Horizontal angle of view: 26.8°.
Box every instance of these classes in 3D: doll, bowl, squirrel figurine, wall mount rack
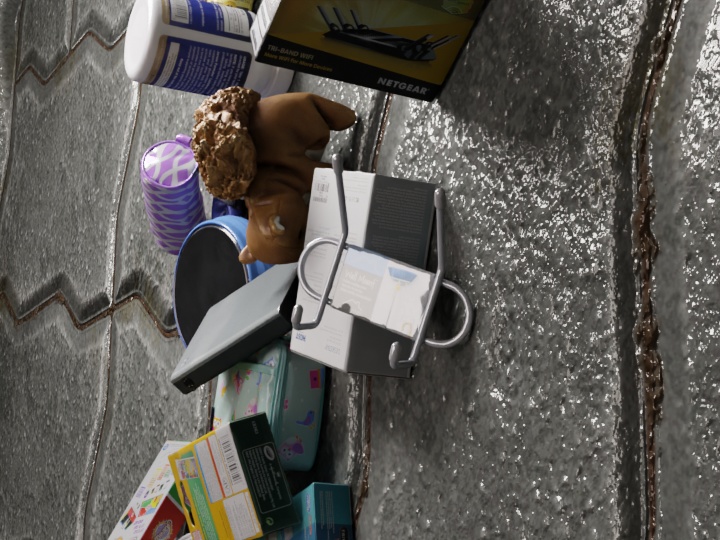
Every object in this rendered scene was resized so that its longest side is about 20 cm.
[{"bbox_3d":[-0.172,-0.103,1.998,0.136,0.048,0.202,35,116,61],"label":"doll"},{"bbox_3d":[-0.176,0.031,1.925,0.200,0.039,0.203,1,92,52],"label":"bowl"},{"bbox_3d":[-0.112,-0.103,1.694,0.141,0.199,0.188,-30,44,51],"label":"squirrel figurine"},{"bbox_3d":[0.017,-0.008,1.437,0.199,0.074,0.175,20,97,27],"label":"wall mount rack"}]

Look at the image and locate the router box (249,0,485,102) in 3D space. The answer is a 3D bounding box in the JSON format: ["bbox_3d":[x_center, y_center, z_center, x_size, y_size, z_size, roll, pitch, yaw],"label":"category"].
[{"bbox_3d":[0.011,-0.258,1.476,0.052,0.198,0.158,-104,32,-44],"label":"router box"}]

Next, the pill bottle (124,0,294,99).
[{"bbox_3d":[-0.188,-0.278,1.904,0.116,0.198,0.117,-33,53,58],"label":"pill bottle"}]

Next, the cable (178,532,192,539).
[{"bbox_3d":[-0.225,0.422,1.871,0.200,0.069,0.201,-31,29,51],"label":"cable"}]

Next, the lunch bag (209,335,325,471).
[{"bbox_3d":[-0.112,0.148,1.768,0.200,0.076,0.162,1,85,64],"label":"lunch bag"}]

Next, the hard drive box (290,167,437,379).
[{"bbox_3d":[0.000,0.000,1.572,0.156,0.076,0.202,15,96,65],"label":"hard drive box"}]

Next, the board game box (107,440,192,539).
[{"bbox_3d":[-0.271,0.321,1.994,0.201,0.040,0.153,-60,17,-16],"label":"board game box"}]

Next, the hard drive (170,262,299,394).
[{"bbox_3d":[-0.125,0.054,1.745,0.199,0.033,0.140,-32,21,37],"label":"hard drive"}]

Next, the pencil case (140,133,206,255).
[{"bbox_3d":[-0.252,-0.100,2.059,0.201,0.083,0.086,97,-168,-60],"label":"pencil case"}]

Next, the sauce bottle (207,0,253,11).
[{"bbox_3d":[-0.177,-0.364,2.065,0.066,0.065,0.202,-158,74,-64],"label":"sauce bottle"}]

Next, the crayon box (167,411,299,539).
[{"bbox_3d":[-0.145,0.243,1.694,0.200,0.051,0.127,-32,74,58],"label":"crayon box"}]

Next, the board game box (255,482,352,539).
[{"bbox_3d":[-0.068,0.335,1.662,0.200,0.047,0.152,139,133,-55],"label":"board game box"}]
